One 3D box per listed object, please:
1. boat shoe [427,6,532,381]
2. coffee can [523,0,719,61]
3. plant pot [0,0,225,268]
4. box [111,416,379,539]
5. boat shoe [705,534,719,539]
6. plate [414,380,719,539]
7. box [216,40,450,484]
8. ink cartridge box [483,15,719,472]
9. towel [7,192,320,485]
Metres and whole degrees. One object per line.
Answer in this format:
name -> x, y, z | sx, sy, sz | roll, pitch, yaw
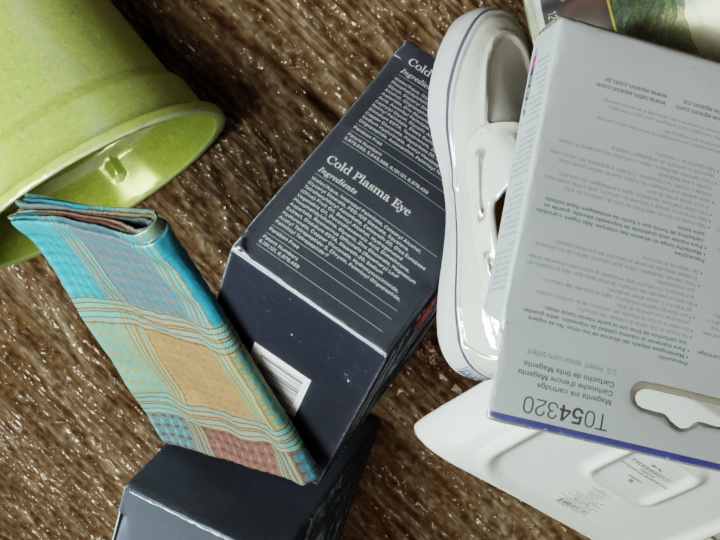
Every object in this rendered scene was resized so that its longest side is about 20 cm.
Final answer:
boat shoe -> 0.080, -0.044, 0.761 | 0.070, 0.071, 0.201 | -10, 74, 52
coffee can -> 0.208, -0.150, 0.799 | 0.199, 0.146, 0.147 | -16, 104, 26
plant pot -> -0.221, -0.128, 0.963 | 0.200, 0.200, 0.185 | -34, 84, 28
box -> -0.093, 0.204, 1.022 | 0.117, 0.200, 0.197 | 23, 117, 11
boat shoe -> 0.242, 0.207, 0.956 | 0.200, 0.065, 0.074 | 35, 117, -6
plate -> 0.162, 0.106, 0.833 | 0.199, 0.032, 0.200 | 30, 137, -24
box -> 0.000, 0.000, 0.875 | 0.104, 0.182, 0.200 | 34, 150, 5
ink cartridge box -> 0.164, -0.004, 0.720 | 0.195, 0.043, 0.201 | 14, 82, -11
towel -> -0.116, 0.043, 0.856 | 0.146, 0.022, 0.200 | 9, 136, 45
